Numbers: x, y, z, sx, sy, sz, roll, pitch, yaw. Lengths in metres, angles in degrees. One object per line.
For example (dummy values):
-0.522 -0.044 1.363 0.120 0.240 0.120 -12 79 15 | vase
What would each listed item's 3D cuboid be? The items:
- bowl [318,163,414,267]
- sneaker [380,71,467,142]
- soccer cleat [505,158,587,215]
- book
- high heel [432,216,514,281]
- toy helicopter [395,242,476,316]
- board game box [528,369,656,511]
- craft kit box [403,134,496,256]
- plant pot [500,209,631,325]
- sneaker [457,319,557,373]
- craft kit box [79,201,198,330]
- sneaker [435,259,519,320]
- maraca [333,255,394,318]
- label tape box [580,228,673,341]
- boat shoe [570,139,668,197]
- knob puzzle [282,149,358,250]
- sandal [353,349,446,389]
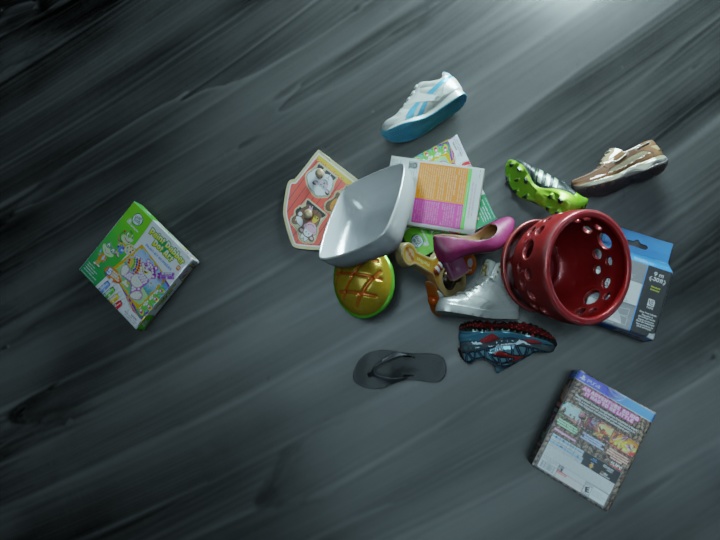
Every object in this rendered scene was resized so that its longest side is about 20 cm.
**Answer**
0.022 -0.094 1.370 0.197 0.074 0.204 -18 42 42 | bowl
0.126 -0.346 1.500 0.196 0.077 0.082 -29 70 -2 | sneaker
0.370 -0.167 1.416 0.079 0.069 0.200 -12 39 -30 | soccer cleat
0.147 -0.151 1.436 0.194 0.048 0.138 10 88 12 | book
0.224 -0.073 1.362 0.199 0.067 0.098 -40 115 -27 | high heel
0.138 0.006 1.379 0.078 0.197 0.136 -2 69 49 | toy helicopter
0.435 0.318 1.334 0.157 0.097 0.204 29 87 12 | board game box
0.159 -0.149 1.477 0.194 0.048 0.204 -27 78 8 | craft kit box
0.375 -0.004 1.316 0.194 0.182 0.208 1 88 -20 | plant pot
0.292 0.155 1.406 0.193 0.079 0.099 4 105 9 | sneaker
-0.492 -0.010 1.559 0.199 0.049 0.199 40 87 12 | craft kit box
0.231 0.036 1.387 0.195 0.073 0.120 4 85 -29 | sneaker
0.000 0.000 1.451 0.134 0.107 0.205 -24 67 12 | maraca
0.526 0.018 1.379 0.140 0.063 0.206 18 85 11 | label tape box
0.514 -0.206 1.414 0.194 0.076 0.074 -18 71 1 | boat shoe
-0.087 -0.134 1.522 0.212 0.030 0.227 -1 82 9 | knob puzzle
0.077 0.198 1.439 0.194 0.043 0.079 -7 80 8 | sandal
